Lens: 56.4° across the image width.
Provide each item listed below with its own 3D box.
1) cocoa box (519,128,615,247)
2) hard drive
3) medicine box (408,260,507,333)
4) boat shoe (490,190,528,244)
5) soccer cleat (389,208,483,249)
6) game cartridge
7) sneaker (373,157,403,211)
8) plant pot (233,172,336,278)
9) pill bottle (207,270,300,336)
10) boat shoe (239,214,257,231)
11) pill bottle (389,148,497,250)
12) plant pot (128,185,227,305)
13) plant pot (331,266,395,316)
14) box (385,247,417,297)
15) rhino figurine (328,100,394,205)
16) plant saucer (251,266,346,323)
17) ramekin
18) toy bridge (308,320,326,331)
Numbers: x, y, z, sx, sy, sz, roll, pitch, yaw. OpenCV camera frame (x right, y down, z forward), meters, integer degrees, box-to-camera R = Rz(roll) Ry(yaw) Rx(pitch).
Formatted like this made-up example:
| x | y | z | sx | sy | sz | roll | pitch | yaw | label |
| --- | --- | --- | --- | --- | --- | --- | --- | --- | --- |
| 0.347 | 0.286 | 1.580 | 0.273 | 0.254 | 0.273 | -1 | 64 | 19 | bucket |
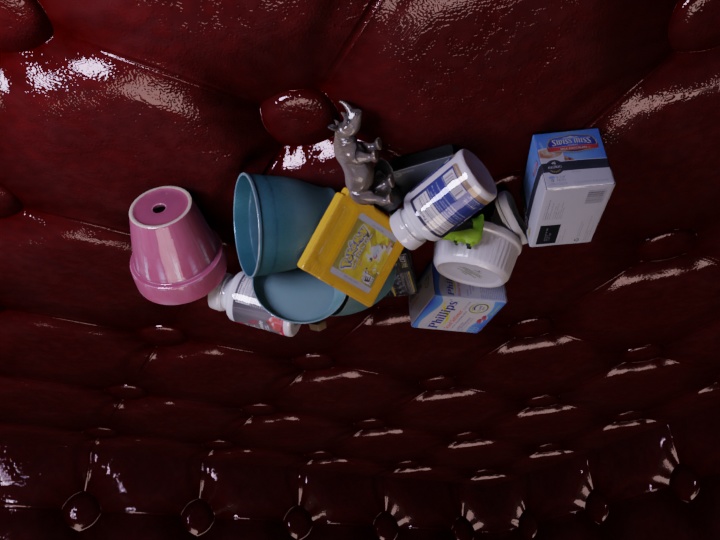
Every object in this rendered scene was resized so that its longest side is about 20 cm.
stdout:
| x | y | z | sx | sy | sz | roll | pitch | yaw | label |
| --- | --- | --- | --- | --- | --- | --- | --- | --- | --- |
| 0.396 | -0.158 | 1.313 | 0.130 | 0.134 | 0.201 | -5 | 150 | 2 | cocoa box |
| 0.145 | -0.171 | 1.371 | 0.137 | 0.033 | 0.200 | -12 | 148 | 17 | hard drive |
| 0.244 | 0.070 | 1.720 | 0.196 | 0.105 | 0.183 | 5 | 149 | -15 | medicine box |
| 0.316 | -0.101 | 1.462 | 0.066 | 0.075 | 0.200 | -16 | 148 | 20 | boat shoe |
| 0.159 | -0.106 | 1.388 | 0.196 | 0.083 | 0.068 | 16 | 174 | 10 | soccer cleat |
| -0.008 | -0.043 | 1.320 | 0.199 | 0.179 | 0.032 | 30 | 179 | -41 | game cartridge |
| 0.008 | -0.155 | 1.345 | 0.103 | 0.061 | 0.198 | 32 | 150 | -32 | sneaker |
| -0.139 | -0.093 | 1.333 | 0.184 | 0.203 | 0.201 | -5 | 153 | -23 | plant pot |
| -0.222 | 0.065 | 1.443 | 0.196 | 0.112 | 0.111 | 14 | 152 | 11 | pill bottle |
| -0.179 | -0.093 | 1.467 | 0.197 | 0.057 | 0.068 | 13 | 111 | -32 | boat shoe |
| 0.153 | -0.128 | 1.281 | 0.199 | 0.113 | 0.110 | -37 | 137 | 29 | pill bottle |
| -0.385 | -0.061 | 1.373 | 0.195 | 0.202 | 0.181 | -3 | 136 | 1 | plant pot |
| 0.000 | 0.000 | 1.480 | 0.132 | 0.204 | 0.200 | 4 | 151 | -27 | plant pot |
| 0.051 | 0.003 | 1.644 | 0.158 | 0.050 | 0.201 | -6 | 149 | 11 | box |
| -0.004 | -0.207 | 1.208 | 0.086 | 0.060 | 0.203 | -8 | 117 | 26 | rhino figurine |
| -0.124 | 0.033 | 1.376 | 0.195 | 0.203 | 0.036 | 2 | 143 | -8 | plant saucer |
| 0.252 | -0.033 | 1.486 | 0.198 | 0.096 | 0.203 | 14 | 164 | 4 | ramekin |
| -0.127 | 0.035 | 1.487 | 0.027 | 0.204 | 0.066 | -27 | -160 | -39 | toy bridge |
